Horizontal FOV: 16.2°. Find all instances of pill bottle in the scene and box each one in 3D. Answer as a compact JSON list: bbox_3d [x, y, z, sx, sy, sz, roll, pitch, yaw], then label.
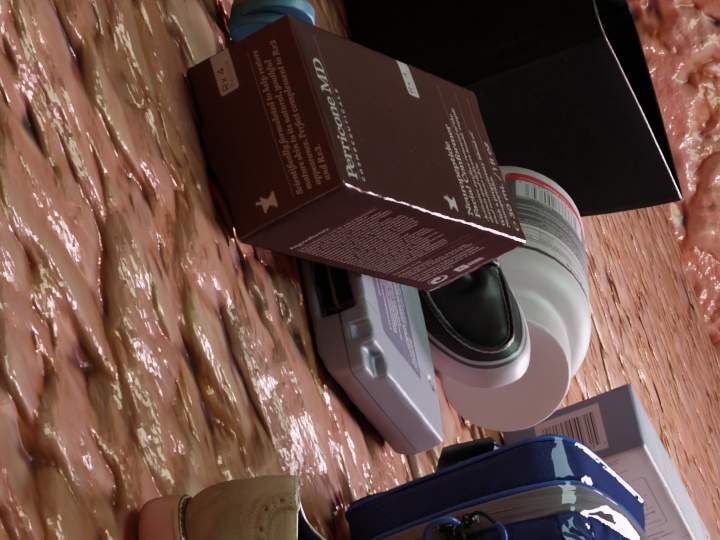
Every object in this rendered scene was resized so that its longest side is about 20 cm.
[{"bbox_3d":[0.093,0.020,1.637,0.200,0.110,0.111,-83,151,-64],"label":"pill bottle"}]

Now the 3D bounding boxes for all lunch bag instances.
[{"bbox_3d":[0.077,0.160,1.288,0.200,0.135,0.133,44,28,-61],"label":"lunch bag"}]

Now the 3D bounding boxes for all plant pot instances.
[{"bbox_3d":[0.097,-0.149,1.760,0.200,0.177,0.200,57,19,-48],"label":"plant pot"}]

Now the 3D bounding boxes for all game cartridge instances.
[{"bbox_3d":[0.000,0.000,1.440,0.133,0.041,0.201,47,26,-54],"label":"game cartridge"}]

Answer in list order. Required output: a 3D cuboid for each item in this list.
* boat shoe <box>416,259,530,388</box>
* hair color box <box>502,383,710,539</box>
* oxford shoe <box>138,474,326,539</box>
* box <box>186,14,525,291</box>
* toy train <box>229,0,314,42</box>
[{"bbox_3d":[0.050,-0.018,1.530,0.066,0.070,0.200,87,-13,-47],"label":"boat shoe"},{"bbox_3d":[0.183,0.175,1.818,0.200,0.099,0.061,59,16,-44],"label":"hair color box"},{"bbox_3d":[-0.017,0.162,1.018,0.071,0.074,0.200,-94,161,-50],"label":"oxford shoe"},{"bbox_3d":[0.001,-0.058,1.338,0.200,0.075,0.100,12,55,-57],"label":"box"},{"bbox_3d":[-0.074,-0.206,1.356,0.200,0.084,0.116,47,39,-61],"label":"toy train"}]
